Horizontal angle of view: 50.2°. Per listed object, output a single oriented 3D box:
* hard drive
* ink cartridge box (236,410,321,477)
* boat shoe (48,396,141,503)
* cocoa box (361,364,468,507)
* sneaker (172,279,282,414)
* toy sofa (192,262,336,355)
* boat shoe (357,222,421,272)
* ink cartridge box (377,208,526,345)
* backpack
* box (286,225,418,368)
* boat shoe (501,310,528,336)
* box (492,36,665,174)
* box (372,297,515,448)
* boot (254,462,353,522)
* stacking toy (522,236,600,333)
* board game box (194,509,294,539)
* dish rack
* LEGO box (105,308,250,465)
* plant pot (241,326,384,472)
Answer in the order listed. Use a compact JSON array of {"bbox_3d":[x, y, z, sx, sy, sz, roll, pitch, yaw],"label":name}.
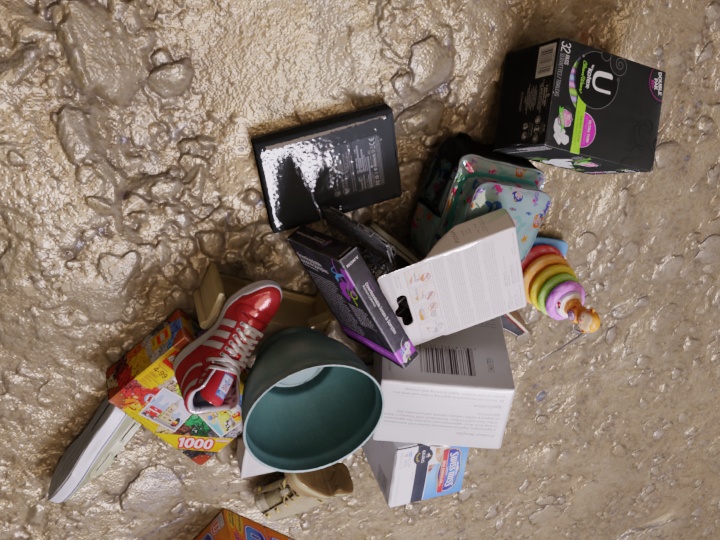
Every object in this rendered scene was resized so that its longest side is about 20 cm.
[{"bbox_3d":[-0.044,-0.142,1.082,0.198,0.033,0.141,-17,124,-13],"label":"hard drive"},{"bbox_3d":[-0.115,0.262,1.243,0.161,0.050,0.201,-7,142,-19],"label":"ink cartridge box"},{"bbox_3d":[-0.397,0.276,1.161,0.062,0.072,0.200,33,100,-31],"label":"boat shoe"},{"bbox_3d":[0.078,0.261,1.269,0.130,0.200,0.134,-7,123,-19],"label":"cocoa box"},{"bbox_3d":[-0.170,0.109,1.029,0.200,0.113,0.071,-45,127,12],"label":"sneaker"},{"bbox_3d":[-0.146,0.068,1.135,0.199,0.083,0.098,15,118,-29],"label":"toy sofa"},{"bbox_3d":[0.074,0.010,1.173,0.200,0.075,0.062,39,94,-13],"label":"boat shoe"},{"bbox_3d":[0.128,0.017,1.079,0.198,0.050,0.162,-19,133,0],"label":"ink cartridge box"},{"bbox_3d":[0.174,-0.078,1.148,0.176,0.151,0.201,8,120,-28],"label":"backpack"},{"bbox_3d":[-0.011,0.036,1.055,0.036,0.143,0.201,-43,124,-17],"label":"box"},{"bbox_3d":[0.204,0.061,1.284,0.199,0.071,0.063,34,110,-32],"label":"boat shoe"},{"bbox_3d":[0.312,-0.226,1.097,0.198,0.124,0.150,8,91,-27],"label":"box"},{"bbox_3d":[0.120,0.154,1.187,0.197,0.201,0.132,5,126,-3],"label":"box"},{"bbox_3d":[-0.116,0.368,1.289,0.154,0.073,0.200,-24,157,15],"label":"boot"},{"bbox_3d":[0.319,0.039,1.237,0.109,0.200,0.117,3,119,-24],"label":"stacking toy"},{"bbox_3d":[-0.210,0.588,1.343,0.200,0.200,0.200,-46,125,8],"label":"board game box"},{"bbox_3d":[0.000,0.000,1.096,0.055,0.153,0.201,-46,145,-20],"label":"dish rack"},{"bbox_3d":[-0.257,0.179,1.157,0.149,0.077,0.200,-40,126,4],"label":"LEGO box"},{"bbox_3d":[-0.080,0.166,1.089,0.199,0.135,0.202,-11,128,-14],"label":"plant pot"}]
